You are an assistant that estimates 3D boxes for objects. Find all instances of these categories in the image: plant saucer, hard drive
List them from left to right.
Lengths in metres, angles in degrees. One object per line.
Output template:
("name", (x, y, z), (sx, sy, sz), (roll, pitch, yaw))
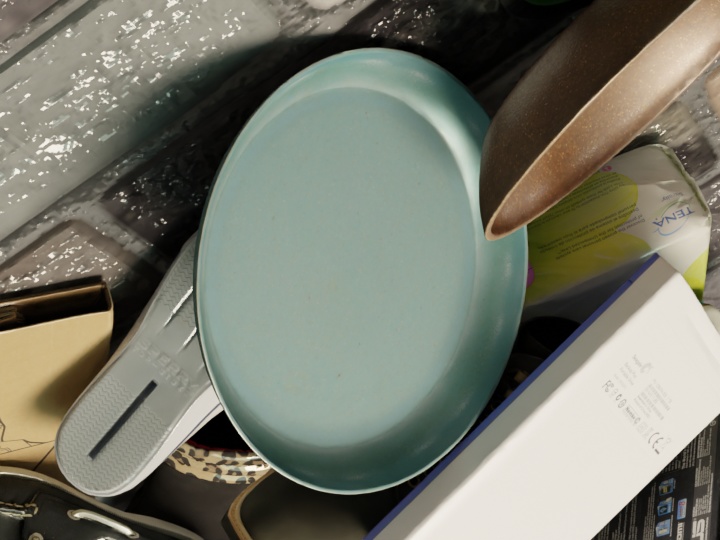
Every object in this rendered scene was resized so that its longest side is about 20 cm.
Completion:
("plant saucer", (0.000, 0.000, 0.727), (0.199, 0.027, 0.203), (-6, 100, -40))
("hard drive", (0.105, 0.096, 0.811), (0.200, 0.025, 0.132), (-44, 141, 0))
("plant saucer", (0.120, -0.094, 0.711), (0.200, 0.037, 0.201), (-41, 171, -8))

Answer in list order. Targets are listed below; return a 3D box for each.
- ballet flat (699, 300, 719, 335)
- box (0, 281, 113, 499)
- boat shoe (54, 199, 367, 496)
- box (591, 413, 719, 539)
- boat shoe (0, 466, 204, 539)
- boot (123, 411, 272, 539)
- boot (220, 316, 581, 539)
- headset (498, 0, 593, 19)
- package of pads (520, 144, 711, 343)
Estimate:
("ballet flat", (0.138, 0.098, 0.906), (0.200, 0.070, 0.069), (-40, 145, 24))
("box", (-0.209, 0.088, 0.806), (0.162, 0.021, 0.201), (-11, 144, -22))
("boat shoe", (-0.074, 0.027, 0.787), (0.200, 0.074, 0.067), (-41, 178, 9))
("box", (0.161, 0.132, 0.939), (0.160, 0.201, 0.049), (-26, 122, 34))
("boat shoe", (-0.150, 0.153, 0.819), (0.198, 0.060, 0.076), (14, 100, -31))
("boot", (-0.042, 0.115, 0.922), (0.198, 0.074, 0.151), (-5, 142, -21))
("boot", (0.033, 0.081, 0.807), (0.199, 0.078, 0.139), (-12, 143, -44))
("headset", (0.089, -0.175, 0.626), (0.123, 0.094, 0.200), (-33, 163, 2))
("package of pads", (0.097, 0.023, 0.891), (0.198, 0.069, 0.155), (-23, 149, -6))
